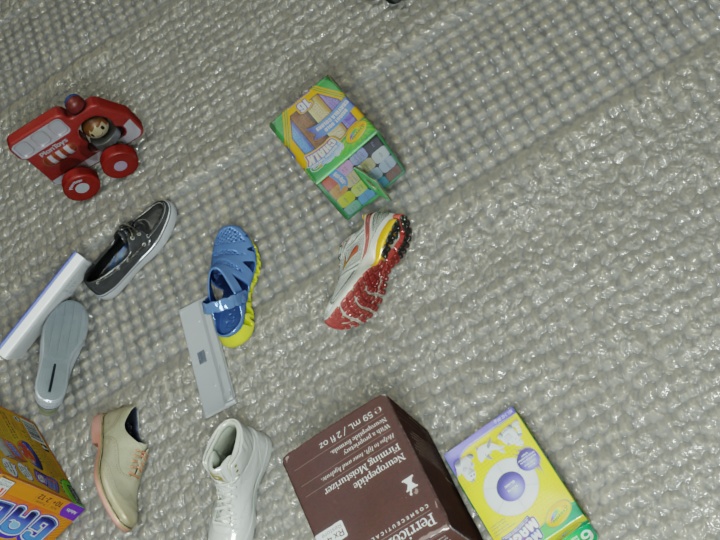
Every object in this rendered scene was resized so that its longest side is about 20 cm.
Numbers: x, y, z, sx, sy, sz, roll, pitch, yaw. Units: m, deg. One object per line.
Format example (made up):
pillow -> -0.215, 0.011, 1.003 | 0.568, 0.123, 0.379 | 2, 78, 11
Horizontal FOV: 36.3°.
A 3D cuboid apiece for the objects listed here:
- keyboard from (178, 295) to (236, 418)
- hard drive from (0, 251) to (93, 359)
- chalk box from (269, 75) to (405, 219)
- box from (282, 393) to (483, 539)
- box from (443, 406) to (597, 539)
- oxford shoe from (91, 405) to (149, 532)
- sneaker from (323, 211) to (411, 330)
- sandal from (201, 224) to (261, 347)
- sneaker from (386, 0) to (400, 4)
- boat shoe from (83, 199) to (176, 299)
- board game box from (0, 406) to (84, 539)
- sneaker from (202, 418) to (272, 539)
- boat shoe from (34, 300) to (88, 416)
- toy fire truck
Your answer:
keyboard -> -0.239, 0.132, 1.709 | 0.056, 0.011, 0.201 | -30, 56, 15
hard drive -> -0.517, 0.058, 1.811 | 0.025, 0.132, 0.201 | 37, 83, -3
chalk box -> -0.024, -0.173, 1.681 | 0.123, 0.124, 0.200 | -38, 54, 2
box -> 0.032, 0.300, 1.399 | 0.165, 0.164, 0.201 | -33, 56, 7
box -> 0.203, 0.288, 1.397 | 0.117, 0.048, 0.201 | -36, 57, 5
oxford shoe -> -0.353, 0.291, 1.645 | 0.073, 0.071, 0.201 | -25, 57, 9
sneaker -> 0.000, 0.000, 1.629 | 0.082, 0.078, 0.201 | 15, 63, 34
sandal -> -0.204, 0.013, 1.706 | 0.079, 0.087, 0.202 | -17, 57, 19
sneaker -> 0.007, -0.502, 1.886 | 0.088, 0.075, 0.201 | -43, 50, 18
boat shoe -> -0.388, -0.044, 1.831 | 0.200, 0.066, 0.070 | -49, 56, -4
board game box -> -0.583, 0.333, 1.652 | 0.200, 0.200, 0.200 | -44, 55, -1
sneaker -> -0.191, 0.308, 1.532 | 0.073, 0.116, 0.202 | 2, 68, 24
boat shoe -> -0.494, 0.141, 1.790 | 0.071, 0.062, 0.202 | 19, 51, -14
toy fire truck -> -0.488, -0.228, 1.910 | 0.199, 0.168, 0.113 | -29, 57, 9
